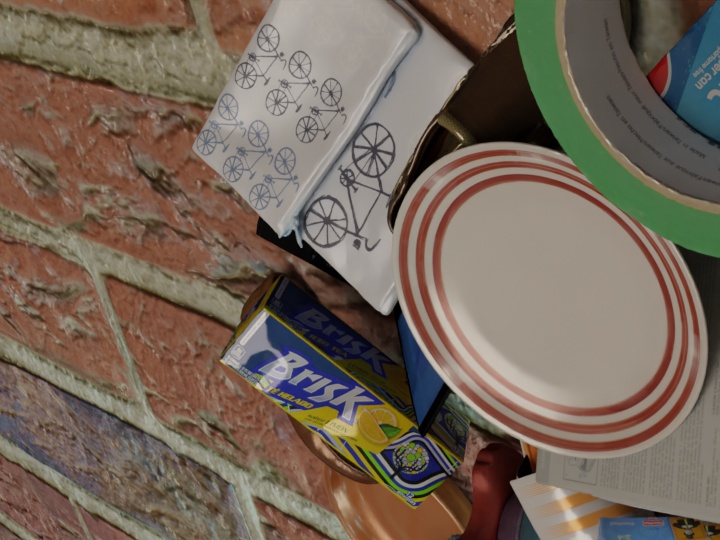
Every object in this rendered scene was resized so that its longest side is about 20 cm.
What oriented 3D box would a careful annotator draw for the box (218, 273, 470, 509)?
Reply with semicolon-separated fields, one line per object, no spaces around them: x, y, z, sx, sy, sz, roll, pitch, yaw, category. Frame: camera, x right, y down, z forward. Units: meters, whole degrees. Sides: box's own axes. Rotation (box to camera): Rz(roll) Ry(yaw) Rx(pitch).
-0.010;0.096;1.030;0.200;0.070;0.064;38;114;-7;box

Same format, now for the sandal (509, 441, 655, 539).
0.132;0.126;0.862;0.079;0.059;0.207;-32;63;25;sandal

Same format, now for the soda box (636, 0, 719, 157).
0.183;-0.087;0.664;0.068;0.064;0.200;48;148;7;soda box

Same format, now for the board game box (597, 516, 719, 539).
0.244;0.207;0.793;0.200;0.037;0.151;-2;132;5;board game box

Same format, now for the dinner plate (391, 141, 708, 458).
0.105;0.017;0.730;0.200;0.024;0.200;23;131;30;dinner plate

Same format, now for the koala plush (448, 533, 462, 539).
0.135;0.348;1.078;0.200;0.184;0.177;17;138;-18;koala plush

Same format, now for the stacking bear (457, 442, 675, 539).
0.180;0.194;0.914;0.200;0.122;0.114;-7;146;44;stacking bear

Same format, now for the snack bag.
-0.007;-0.091;0.862;0.200;0.021;0.189;45;119;17;snack bag

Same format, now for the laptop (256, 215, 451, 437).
0.000;0.000;0.947;0.200;0.103;0.177;29;144;5;laptop

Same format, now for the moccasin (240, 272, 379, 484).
-0.029;0.091;1.109;0.201;0.074;0.078;62;146;19;moccasin

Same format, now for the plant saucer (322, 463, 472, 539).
0.048;0.230;1.187;0.200;0.037;0.200;33;145;28;plant saucer

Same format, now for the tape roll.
0.160;-0.100;0.575;0.200;0.048;0.200;32;142;30;tape roll

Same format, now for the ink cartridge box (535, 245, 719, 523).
0.179;0.059;0.758;0.200;0.047;0.160;174;103;-66;ink cartridge box

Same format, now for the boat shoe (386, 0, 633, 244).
0.081;-0.084;0.743;0.075;0.075;0.202;43;128;13;boat shoe
